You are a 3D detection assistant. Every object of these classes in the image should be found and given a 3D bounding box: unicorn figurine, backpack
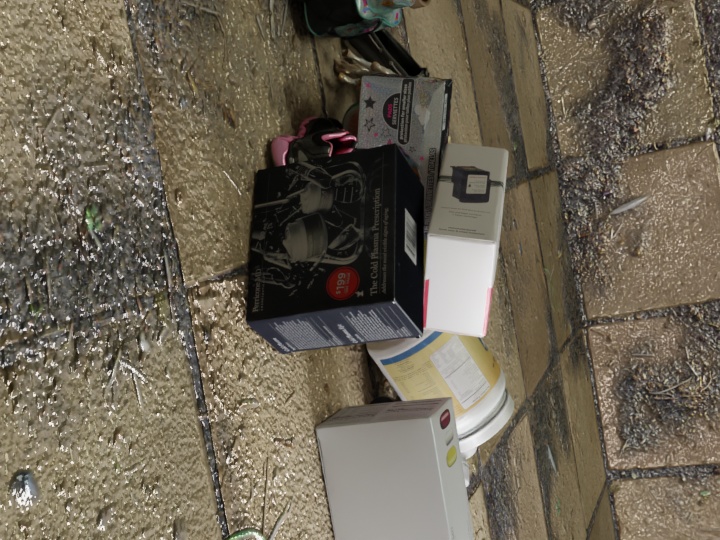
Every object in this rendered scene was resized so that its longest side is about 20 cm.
[{"bbox_3d":[0.043,-0.253,1.555,0.136,0.074,0.201,23,29,-37],"label":"unicorn figurine"},{"bbox_3d":[-0.005,-0.420,1.533,0.200,0.151,0.178,-20,95,-76],"label":"backpack"}]

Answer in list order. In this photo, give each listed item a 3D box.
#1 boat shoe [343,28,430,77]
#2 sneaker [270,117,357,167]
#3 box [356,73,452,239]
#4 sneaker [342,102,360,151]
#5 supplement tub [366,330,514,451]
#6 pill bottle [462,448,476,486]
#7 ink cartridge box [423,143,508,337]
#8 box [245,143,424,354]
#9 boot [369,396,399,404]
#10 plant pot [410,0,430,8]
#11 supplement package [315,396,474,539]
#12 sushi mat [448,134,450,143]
[{"bbox_3d":[0.062,-0.309,1.647,0.200,0.057,0.067,41,33,0],"label":"boat shoe"},{"bbox_3d":[-0.042,-0.157,1.397,0.200,0.094,0.080,-54,129,-65],"label":"sneaker"},{"bbox_3d":[0.054,-0.154,1.433,0.132,0.113,0.203,-50,144,-76],"label":"box"},{"bbox_3d":[0.006,-0.138,1.552,0.080,0.070,0.203,-105,-166,-76],"label":"sneaker"},{"bbox_3d":[0.115,0.141,1.539,0.201,0.144,0.145,55,27,-15],"label":"supplement tub"},{"bbox_3d":[0.125,0.230,1.673,0.111,0.110,0.202,47,39,-57],"label":"pill bottle"},{"bbox_3d":[0.129,-0.042,1.337,0.201,0.083,0.146,-74,168,-51],"label":"ink cartridge box"},{"bbox_3d":[-0.026,-0.022,1.256,0.104,0.180,0.202,48,37,-55],"label":"box"},{"bbox_3d":[0.063,0.279,1.535,0.097,0.074,0.203,18,63,-65],"label":"boot"},{"bbox_3d":[0.048,-0.529,1.800,0.201,0.092,0.204,-8,90,-71],"label":"plant pot"},{"bbox_3d":[0.047,0.276,1.373,0.111,0.154,0.203,-20,101,-69],"label":"supplement package"},{"bbox_3d":[0.078,-0.102,1.581,0.201,0.012,0.096,-57,168,-18],"label":"sushi mat"}]
